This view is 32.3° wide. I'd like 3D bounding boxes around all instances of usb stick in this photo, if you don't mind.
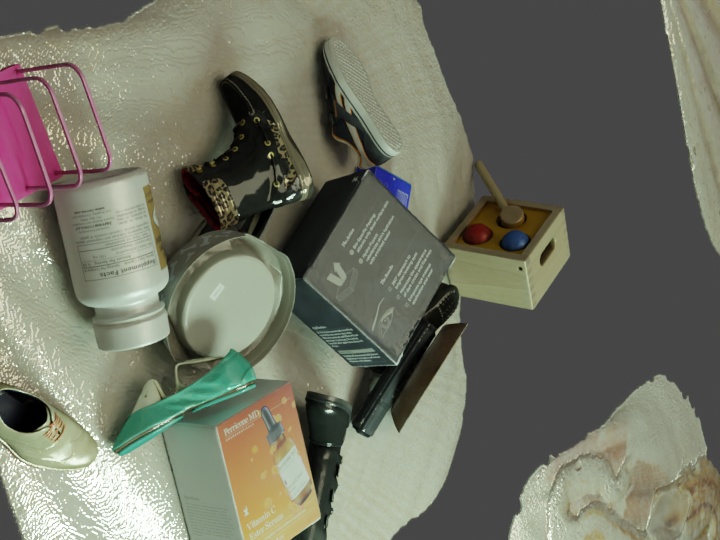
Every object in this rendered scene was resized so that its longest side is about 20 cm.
[{"bbox_3d":[0.052,0.165,1.901,0.201,0.032,0.055,-57,148,-5],"label":"usb stick"}]

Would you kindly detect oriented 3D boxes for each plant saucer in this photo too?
[{"bbox_3d":[0.101,0.159,1.936,0.034,0.201,0.201,33,53,5],"label":"plant saucer"}]

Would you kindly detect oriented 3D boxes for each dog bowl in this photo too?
[{"bbox_3d":[-0.179,0.039,1.603,0.199,0.058,0.202,-21,124,-34],"label":"dog bowl"}]

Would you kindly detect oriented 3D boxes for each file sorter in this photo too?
[{"bbox_3d":[-0.388,-0.130,1.345,0.200,0.124,0.140,-38,118,-44],"label":"file sorter"}]

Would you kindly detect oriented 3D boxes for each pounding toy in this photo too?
[{"bbox_3d":[0.242,-0.064,2.098,0.200,0.182,0.143,-49,137,-39],"label":"pounding toy"}]

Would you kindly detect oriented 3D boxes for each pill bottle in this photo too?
[{"bbox_3d":[-0.288,-0.013,1.474,0.114,0.113,0.202,-24,108,-48],"label":"pill bottle"}]

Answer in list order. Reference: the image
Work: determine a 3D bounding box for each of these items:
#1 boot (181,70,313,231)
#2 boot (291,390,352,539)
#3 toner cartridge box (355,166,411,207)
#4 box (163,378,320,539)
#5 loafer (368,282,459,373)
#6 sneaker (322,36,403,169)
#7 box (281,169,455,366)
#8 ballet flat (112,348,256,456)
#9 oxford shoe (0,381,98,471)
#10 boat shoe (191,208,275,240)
[{"bbox_3d":[-0.169,-0.155,1.645,0.150,0.073,0.201,-28,85,-26],"label":"boot"},{"bbox_3d":[-0.063,0.284,1.750,0.165,0.065,0.202,63,40,-67],"label":"boot"},{"bbox_3d":[0.021,-0.051,1.913,0.095,0.043,0.202,25,71,-49],"label":"toner cartridge box"},{"bbox_3d":[-0.155,0.263,1.640,0.152,0.106,0.202,-28,111,-47],"label":"box"},{"bbox_3d":[0.071,0.086,1.961,0.200,0.071,0.074,-39,140,-28],"label":"loafer"},{"bbox_3d":[-0.018,-0.244,1.852,0.078,0.079,0.202,-17,78,-55],"label":"sneaker"},{"bbox_3d":[0.000,0.000,1.782,0.200,0.117,0.198,43,62,-24],"label":"box"},{"bbox_3d":[-0.228,0.156,1.551,0.199,0.067,0.071,-27,84,-10],"label":"ballet flat"},{"bbox_3d":[-0.364,0.181,1.408,0.200,0.073,0.072,36,63,-45],"label":"oxford shoe"},{"bbox_3d":[-0.169,-0.045,1.662,0.073,0.062,0.201,51,52,-37],"label":"boat shoe"}]
